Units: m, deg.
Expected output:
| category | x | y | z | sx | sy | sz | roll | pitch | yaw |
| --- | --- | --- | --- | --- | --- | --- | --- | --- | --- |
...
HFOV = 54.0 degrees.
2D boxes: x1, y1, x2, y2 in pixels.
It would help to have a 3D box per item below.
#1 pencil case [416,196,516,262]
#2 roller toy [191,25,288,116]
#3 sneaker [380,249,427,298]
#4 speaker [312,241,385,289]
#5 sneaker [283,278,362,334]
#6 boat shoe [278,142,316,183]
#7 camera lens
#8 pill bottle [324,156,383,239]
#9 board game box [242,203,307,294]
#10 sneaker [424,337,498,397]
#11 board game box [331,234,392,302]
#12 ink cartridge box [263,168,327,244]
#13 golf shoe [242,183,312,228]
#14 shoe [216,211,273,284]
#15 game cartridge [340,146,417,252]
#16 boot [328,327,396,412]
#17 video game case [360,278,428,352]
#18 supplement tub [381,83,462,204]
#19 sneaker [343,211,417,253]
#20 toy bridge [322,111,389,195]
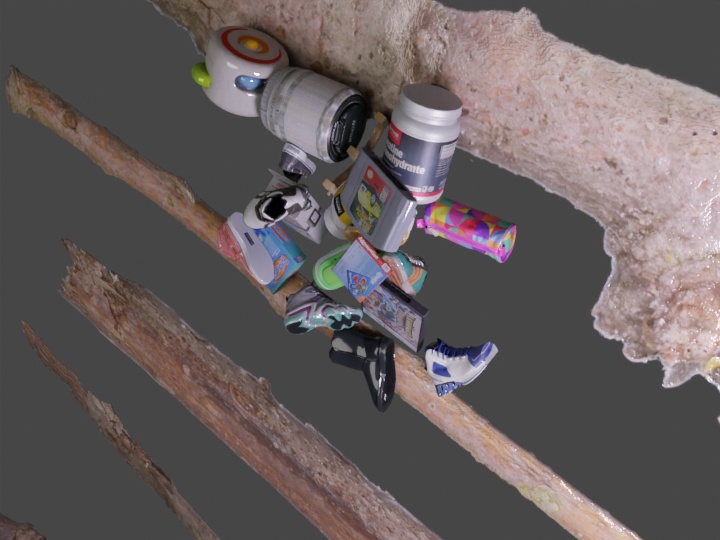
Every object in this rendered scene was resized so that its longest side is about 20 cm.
| category | x | y | z | sx | sy | sz | roll | pitch | yaw |
| --- | --- | --- | --- | --- | --- | --- | --- | --- | --- |
| pencil case | 0.218 | -0.085 | 1.444 | 0.197 | 0.088 | 0.090 | 21 | 124 | 28 |
| roller toy | -0.252 | -0.448 | 1.563 | 0.181 | 0.200 | 0.141 | 32 | 130 | 7 |
| sneaker | 0.099 | -0.009 | 1.521 | 0.071 | 0.080 | 0.200 | 37 | 170 | 24 |
| speaker | -0.025 | -0.017 | 1.670 | 0.198 | 0.088 | 0.090 | -22 | 98 | 43 |
| sneaker | -0.096 | 0.077 | 1.771 | 0.195 | 0.142 | 0.079 | -4 | 141 | -3 |
| boat shoe | -0.146 | -0.230 | 1.587 | 0.069 | 0.200 | 0.067 | 27 | 89 | 1 |
| camera lens | -0.095 | -0.333 | 1.511 | 0.198 | 0.159 | 0.163 | 28 | 127 | 24 |
| pill bottle | 0.007 | -0.152 | 1.555 | 0.199 | 0.112 | 0.113 | -37 | 88 | 43 |
| board game box | -0.246 | -0.060 | 1.849 | 0.201 | 0.045 | 0.152 | 51 | 133 | 6 |
| sneaker | 0.206 | 0.202 | 1.602 | 0.116 | 0.080 | 0.199 | 50 | 135 | 3 |
| board game box | 0.000 | 0.000 | 1.543 | 0.103 | 0.019 | 0.200 | 50 | 155 | 3 |
| ink cartridge box | -0.154 | -0.147 | 1.636 | 0.115 | 0.067 | 0.200 | 29 | 172 | 24 |
| golf shoe | -0.201 | -0.137 | 1.533 | 0.198 | 0.094 | 0.079 | -20 | 93 | 37 |
| shoe | -0.299 | -0.044 | 1.823 | 0.091 | 0.071 | 0.203 | -33 | 85 | 44 |
| game cartridge | 0.030 | -0.134 | 1.386 | 0.201 | 0.040 | 0.135 | 52 | 131 | 40 |
| boot | 0.003 | 0.243 | 1.783 | 0.165 | 0.076 | 0.205 | 11 | 112 | 30 |
| video game case | 0.074 | 0.091 | 1.628 | 0.180 | 0.026 | 0.201 | 37 | 157 | 18 |
| supplement tub | 0.118 | -0.249 | 1.398 | 0.139 | 0.140 | 0.203 | 29 | 128 | 23 |
| sneaker | 0.046 | -0.093 | 1.476 | 0.198 | 0.089 | 0.076 | -4 | 137 | 51 |
| toy bridge | -0.009 | -0.241 | 1.504 | 0.027 | 0.067 | 0.201 | 37 | 89 | 17 |
